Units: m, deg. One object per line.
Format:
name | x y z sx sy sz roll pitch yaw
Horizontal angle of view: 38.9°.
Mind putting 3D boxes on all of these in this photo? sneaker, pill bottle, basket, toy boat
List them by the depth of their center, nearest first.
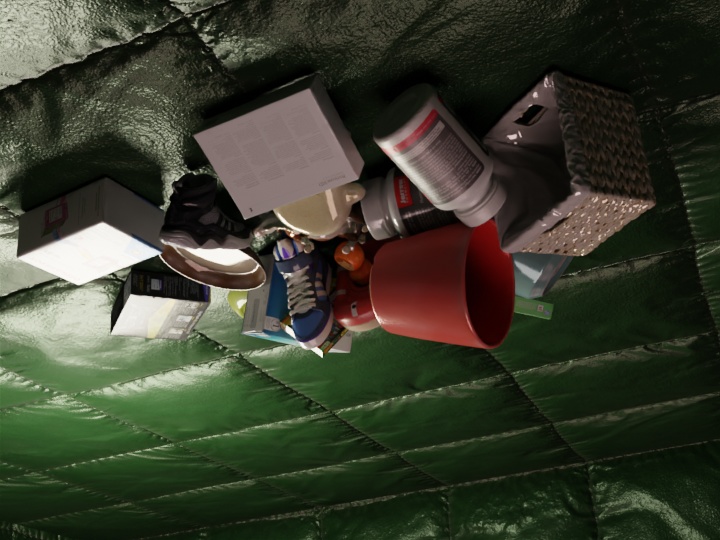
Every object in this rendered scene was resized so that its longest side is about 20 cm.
pill bottle | 0.118 -0.157 1.445 0.110 0.112 0.200 -25 122 38
basket | 0.299 -0.144 1.480 0.159 0.203 0.198 7 153 -26
pill bottle | 0.106 -0.118 1.600 0.197 0.116 0.114 -14 153 18
sneaker | -0.234 -0.094 1.613 0.075 0.116 0.199 12 -172 31
sneaker | -0.110 0.018 1.738 0.080 0.202 0.147 -18 134 22
toy boat | 0.000 0.000 1.746 0.129 0.202 0.131 -18 138 26

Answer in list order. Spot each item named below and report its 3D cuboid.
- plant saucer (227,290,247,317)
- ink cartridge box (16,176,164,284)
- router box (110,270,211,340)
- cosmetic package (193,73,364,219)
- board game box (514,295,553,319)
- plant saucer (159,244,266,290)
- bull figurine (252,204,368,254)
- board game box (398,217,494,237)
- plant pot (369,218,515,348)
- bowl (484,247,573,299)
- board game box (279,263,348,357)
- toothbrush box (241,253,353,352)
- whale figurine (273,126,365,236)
plant saucer | -0.166 0.066 2.032 0.196 0.032 0.201 -3 154 -1
ink cartridge box | -0.441 -0.059 1.669 0.198 0.086 0.144 -17 152 28
router box | -0.390 0.072 1.982 0.155 0.053 0.200 7 152 -23
cosmetic package | -0.115 -0.172 1.451 0.197 0.052 0.152 -16 118 24
board game box | 0.213 0.045 1.753 0.197 0.030 0.134 13 179 -22
plant saucer | -0.256 -0.023 1.786 0.197 0.033 0.201 12 154 6
bull figurine | -0.076 -0.076 1.683 0.197 0.122 0.066 -6 119 -14
board game box | 0.147 -0.102 1.738 0.198 0.029 0.135 -22 149 32
plant pot | 0.122 0.022 1.568 0.175 0.204 0.200 -3 158 30
bowl | 0.290 -0.034 1.683 0.104 0.201 0.202 36 160 16
board game box | -0.042 0.057 1.821 0.104 0.200 0.024 30 149 26
toothbrush box | -0.107 0.063 1.883 0.198 0.149 0.085 14 169 -35
whale figurine | -0.063 -0.151 1.548 0.157 0.104 0.202 17 130 3
